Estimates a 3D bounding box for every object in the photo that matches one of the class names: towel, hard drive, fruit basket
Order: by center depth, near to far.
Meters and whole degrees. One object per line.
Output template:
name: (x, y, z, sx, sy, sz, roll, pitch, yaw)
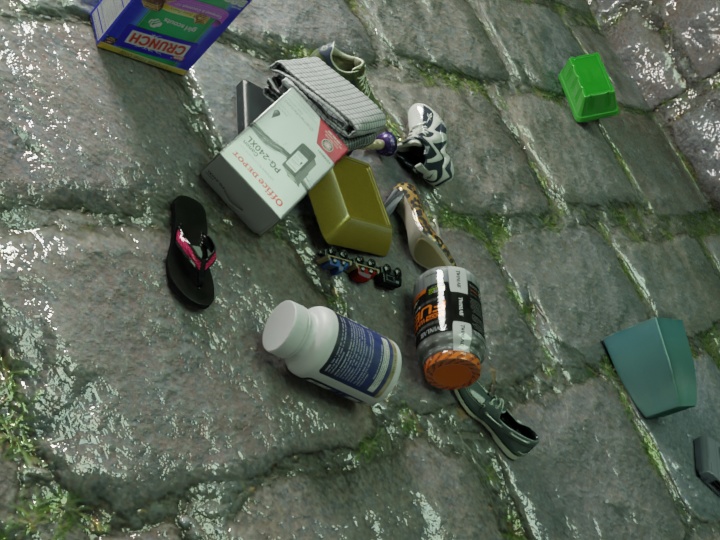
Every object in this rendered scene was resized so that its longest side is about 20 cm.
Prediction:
hard drive: (-0.155, -0.232, 1.668, 0.139, 0.033, 0.200, 24, 45, -36)
towel: (-0.067, -0.292, 1.696, 0.200, 0.086, 0.166, 40, 26, 9)
fruit basket: (0.694, -0.527, 2.851, 0.216, 0.155, 0.216, 169, -90, -89)

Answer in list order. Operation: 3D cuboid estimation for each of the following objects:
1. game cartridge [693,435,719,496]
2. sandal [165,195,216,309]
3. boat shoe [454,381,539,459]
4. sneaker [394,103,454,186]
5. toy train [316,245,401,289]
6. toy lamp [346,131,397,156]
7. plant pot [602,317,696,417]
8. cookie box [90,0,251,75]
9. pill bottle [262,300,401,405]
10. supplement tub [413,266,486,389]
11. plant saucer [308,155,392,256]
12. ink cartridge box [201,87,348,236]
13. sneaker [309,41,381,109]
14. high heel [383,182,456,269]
game cartridge: (0.863, 0.484, 2.236, 0.200, 0.041, 0.133, 41, 33, -17)
sandal: (-0.244, -0.036, 1.385, 0.075, 0.045, 0.200, 21, 46, -38)
boat shoe: (0.242, 0.247, 1.691, 0.200, 0.062, 0.073, 50, 35, -5)
sneaker: (0.119, -0.278, 1.984, 0.130, 0.079, 0.199, 17, 58, -52)
toy train: (0.000, 0.000, 1.651, 0.200, 0.034, 0.046, 17, 61, -42)
toy lamp: (-0.003, -0.245, 1.834, 0.200, 0.058, 0.058, -14, 71, -52)
plant pot: (0.672, 0.227, 2.153, 0.141, 0.141, 0.200, 8, 62, -46)
cookie box: (-0.303, -0.419, 1.510, 0.171, 0.200, 0.075, 10, 54, -44)
pill bottle: (-0.044, 0.120, 1.425, 0.200, 0.111, 0.111, 29, 42, -32)
supplement tub: (0.156, 0.101, 1.665, 0.122, 0.123, 0.200, 30, 40, -30)
plant saucer: (-0.018, -0.134, 1.698, 0.200, 0.048, 0.200, 12, 55, -56)
ink cartridge box: (-0.137, -0.177, 1.540, 0.145, 0.083, 0.200, 47, 55, -10)
sneaker: (-0.016, -0.384, 1.909, 0.200, 0.090, 0.067, 33, 39, -27)
high heel: (0.131, -0.086, 1.836, 0.200, 0.071, 0.143, 40, 42, -4)
